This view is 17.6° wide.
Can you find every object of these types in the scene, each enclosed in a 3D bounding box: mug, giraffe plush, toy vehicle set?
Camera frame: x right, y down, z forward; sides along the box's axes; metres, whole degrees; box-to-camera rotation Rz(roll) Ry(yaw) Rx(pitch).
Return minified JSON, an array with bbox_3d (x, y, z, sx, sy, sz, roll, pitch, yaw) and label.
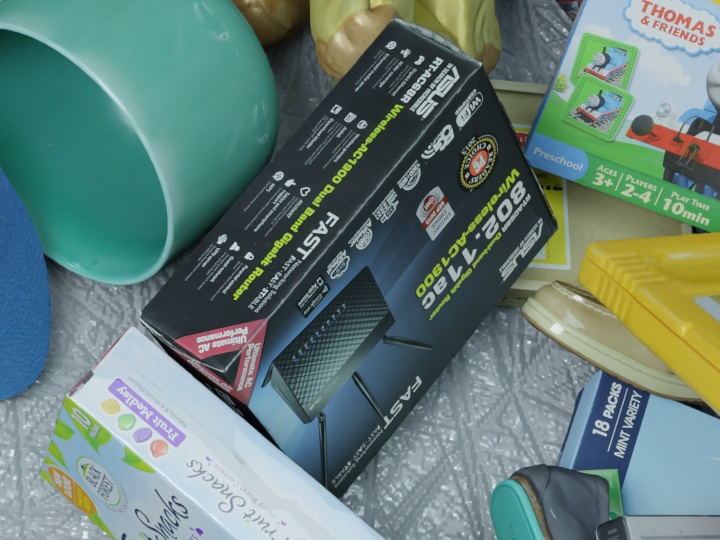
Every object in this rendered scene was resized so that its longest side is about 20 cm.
[{"bbox_3d":[-0.128,-0.096,1.168,0.185,0.152,0.114,42,54,8],"label":"mug"},{"bbox_3d":[-0.031,-0.176,1.225,0.162,0.173,0.200,-5,76,26],"label":"giraffe plush"},{"bbox_3d":[0.083,-0.042,1.269,0.200,0.027,0.124,5,67,-12],"label":"toy vehicle set"}]

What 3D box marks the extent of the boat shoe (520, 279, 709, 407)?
[{"bbox_3d":[0.180,0.035,1.226,0.200,0.073,0.063,17,102,-19],"label":"boat shoe"}]

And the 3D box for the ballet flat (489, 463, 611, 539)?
[{"bbox_3d":[0.118,0.186,1.117,0.073,0.073,0.200,-6,67,-17],"label":"ballet flat"}]

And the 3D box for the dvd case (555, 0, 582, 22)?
[{"bbox_3d":[0.103,-0.234,1.280,0.022,0.200,0.146,-6,62,31],"label":"dvd case"}]

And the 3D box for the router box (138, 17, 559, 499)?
[{"bbox_3d":[0.000,0.000,1.138,0.062,0.150,0.200,32,75,33],"label":"router box"}]

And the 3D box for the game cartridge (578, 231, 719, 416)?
[{"bbox_3d":[0.231,0.039,1.133,0.176,0.032,0.200,-5,35,-33],"label":"game cartridge"}]

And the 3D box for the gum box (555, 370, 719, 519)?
[{"bbox_3d":[0.185,0.167,1.200,0.200,0.045,0.170,23,65,-3],"label":"gum box"}]

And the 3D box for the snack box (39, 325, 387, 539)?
[{"bbox_3d":[-0.057,0.127,1.101,0.200,0.142,0.053,41,65,3],"label":"snack box"}]

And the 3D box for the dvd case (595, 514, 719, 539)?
[{"bbox_3d":[0.190,0.215,1.110,0.150,0.025,0.200,6,64,-42],"label":"dvd case"}]

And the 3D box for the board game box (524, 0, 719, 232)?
[{"bbox_3d":[0.187,-0.119,1.203,0.151,0.200,0.037,20,31,1],"label":"board game box"}]

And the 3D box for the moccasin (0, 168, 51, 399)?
[{"bbox_3d":[-0.211,-0.032,1.163,0.080,0.068,0.200,-21,98,-34],"label":"moccasin"}]
